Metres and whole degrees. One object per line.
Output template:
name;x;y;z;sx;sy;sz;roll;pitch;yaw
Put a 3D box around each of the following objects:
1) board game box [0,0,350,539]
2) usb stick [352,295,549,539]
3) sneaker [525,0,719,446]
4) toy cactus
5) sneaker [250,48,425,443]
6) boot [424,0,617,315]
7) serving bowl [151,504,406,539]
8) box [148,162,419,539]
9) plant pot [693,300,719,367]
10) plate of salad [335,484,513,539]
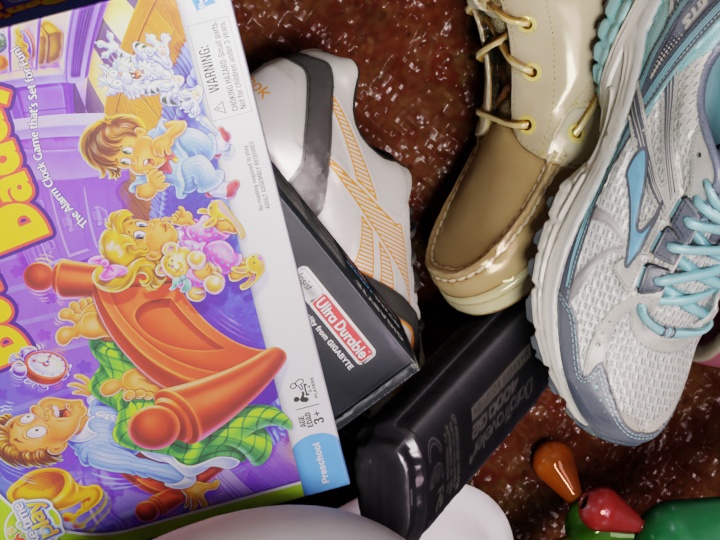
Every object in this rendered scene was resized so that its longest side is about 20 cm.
board game box;-0.091;-0.002;0.935;0.134;0.045;0.201;-15;114;-3
usb stick;0.046;0.050;1.075;0.200;0.032;0.056;-43;135;-59
sneaker;0.125;-0.026;1.039;0.077;0.086;0.201;4;99;-39
toy cactus;0.165;0.100;1.162;0.199;0.165;0.103;3;62;-41
sneaker;0.000;0.000;1.072;0.080;0.074;0.201;-36;122;-18
boot;0.055;-0.098;1.066;0.155;0.073;0.201;40;80;-37
serving bowl;-0.063;0.147;0.974;0.199;0.066;0.200;-24;151;-14
box;-0.099;0.005;0.987;0.159;0.046;0.200;-36;113;6
plant pot;0.227;-0.024;1.140;0.178;0.200;0.201;1;107;-14
plate of salad;-0.018;0.165;1.122;0.199;0.048;0.201;-26;138;-27
